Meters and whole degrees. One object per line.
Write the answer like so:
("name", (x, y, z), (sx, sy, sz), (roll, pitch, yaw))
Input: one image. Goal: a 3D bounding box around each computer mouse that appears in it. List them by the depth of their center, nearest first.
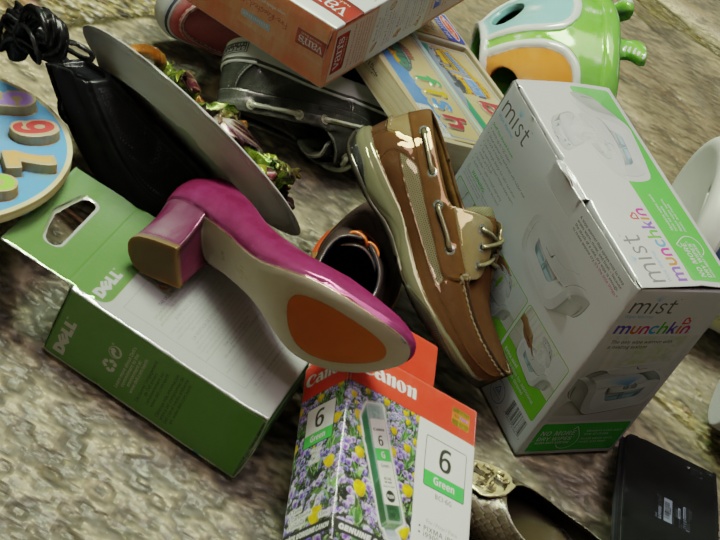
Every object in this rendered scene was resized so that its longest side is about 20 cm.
("computer mouse", (-0.173, -0.093, 1.228), (0.200, 0.053, 0.138), (46, -10, -19))

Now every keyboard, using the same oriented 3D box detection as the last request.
("keyboard", (0.226, 0.179, 1.232), (0.126, 0.021, 0.200), (26, 22, 1))

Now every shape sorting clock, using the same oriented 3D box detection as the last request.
("shape sorting clock", (-0.280, -0.084, 1.147), (0.198, 0.039, 0.201), (5, 35, -4))

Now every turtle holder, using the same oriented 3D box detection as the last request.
("turtle holder", (0.156, -0.177, 1.526), (0.131, 0.141, 0.186), (6, 50, -5))

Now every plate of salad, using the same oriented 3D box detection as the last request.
("plate of salad", (-0.108, -0.100, 1.232), (0.200, 0.200, 0.048), (41, 80, 11))

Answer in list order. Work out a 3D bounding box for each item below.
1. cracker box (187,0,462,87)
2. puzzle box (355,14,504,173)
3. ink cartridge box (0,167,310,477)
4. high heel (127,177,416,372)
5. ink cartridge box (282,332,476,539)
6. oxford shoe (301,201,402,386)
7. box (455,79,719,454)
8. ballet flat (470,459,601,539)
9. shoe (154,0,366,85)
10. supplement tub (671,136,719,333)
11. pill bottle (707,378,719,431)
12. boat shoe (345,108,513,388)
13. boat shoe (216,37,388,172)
("cracker box", (-0.017, -0.226, 1.375), (0.134, 0.058, 0.200), (34, 44, 18))
("puzzle box", (0.057, -0.143, 1.406), (0.132, 0.025, 0.200), (10, 37, -42))
("ink cartridge box", (-0.130, 0.030, 1.154), (0.199, 0.059, 0.104), (34, 37, 2))
("high heel", (-0.040, -0.003, 1.126), (0.199, 0.068, 0.096), (18, 39, 25))
("ink cartridge box", (0.017, 0.102, 1.129), (0.109, 0.050, 0.201), (30, 49, -30))
("oxford shoe", (0.000, 0.000, 1.269), (0.071, 0.073, 0.200), (30, 37, -3))
("box", (0.142, -0.003, 1.288), (0.096, 0.177, 0.201), (2, 46, -33))
("ballet flat", (0.138, 0.183, 1.184), (0.200, 0.046, 0.067), (39, 39, 8))
("shoe", (-0.059, -0.180, 1.427), (0.199, 0.072, 0.091), (2, 41, -40))
("supplement tub", (0.339, -0.003, 1.453), (0.199, 0.145, 0.145), (26, 37, -8))
("pill bottle", (0.364, 0.127, 1.355), (0.199, 0.109, 0.109), (29, 37, -3))
("boat shoe", (0.060, -0.020, 1.255), (0.201, 0.074, 0.076), (65, 11, 6))
("boat shoe", (-0.024, -0.110, 1.390), (0.199, 0.071, 0.064), (20, 70, -28))
